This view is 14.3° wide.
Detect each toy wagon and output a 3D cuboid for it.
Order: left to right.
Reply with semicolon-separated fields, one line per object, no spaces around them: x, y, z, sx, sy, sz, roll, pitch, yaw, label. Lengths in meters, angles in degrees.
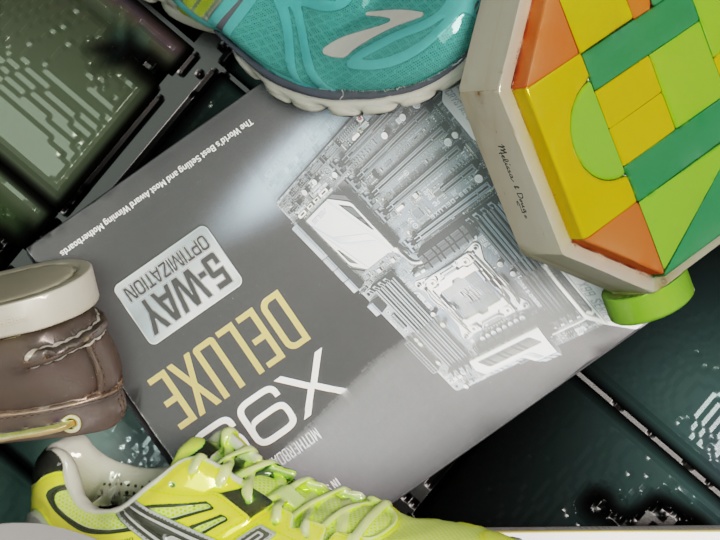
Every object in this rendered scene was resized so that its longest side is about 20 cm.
0.119;-0.082;1.033;0.200;0.039;0.156;-34;111;-32;toy wagon

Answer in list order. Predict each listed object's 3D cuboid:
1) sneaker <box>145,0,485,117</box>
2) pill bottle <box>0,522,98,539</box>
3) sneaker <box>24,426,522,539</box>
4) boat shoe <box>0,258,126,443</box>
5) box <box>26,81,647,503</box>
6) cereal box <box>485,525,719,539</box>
-0.041;-0.117;1.037;0.199;0.080;0.078;24;75;25;sneaker
-0.131;0.194;0.990;0.112;0.112;0.201;23;109;2;pill bottle
-0.036;0.099;1.011;0.199;0.075;0.077;-2;107;23;sneaker
-0.180;0.047;1.066;0.199;0.072;0.060;-13;105;21;boat shoe
0.000;0.000;1.083;0.200;0.050;0.158;-34;89;1;box
0.106;0.168;1.083;0.199;0.040;0.145;0;87;1;cereal box
